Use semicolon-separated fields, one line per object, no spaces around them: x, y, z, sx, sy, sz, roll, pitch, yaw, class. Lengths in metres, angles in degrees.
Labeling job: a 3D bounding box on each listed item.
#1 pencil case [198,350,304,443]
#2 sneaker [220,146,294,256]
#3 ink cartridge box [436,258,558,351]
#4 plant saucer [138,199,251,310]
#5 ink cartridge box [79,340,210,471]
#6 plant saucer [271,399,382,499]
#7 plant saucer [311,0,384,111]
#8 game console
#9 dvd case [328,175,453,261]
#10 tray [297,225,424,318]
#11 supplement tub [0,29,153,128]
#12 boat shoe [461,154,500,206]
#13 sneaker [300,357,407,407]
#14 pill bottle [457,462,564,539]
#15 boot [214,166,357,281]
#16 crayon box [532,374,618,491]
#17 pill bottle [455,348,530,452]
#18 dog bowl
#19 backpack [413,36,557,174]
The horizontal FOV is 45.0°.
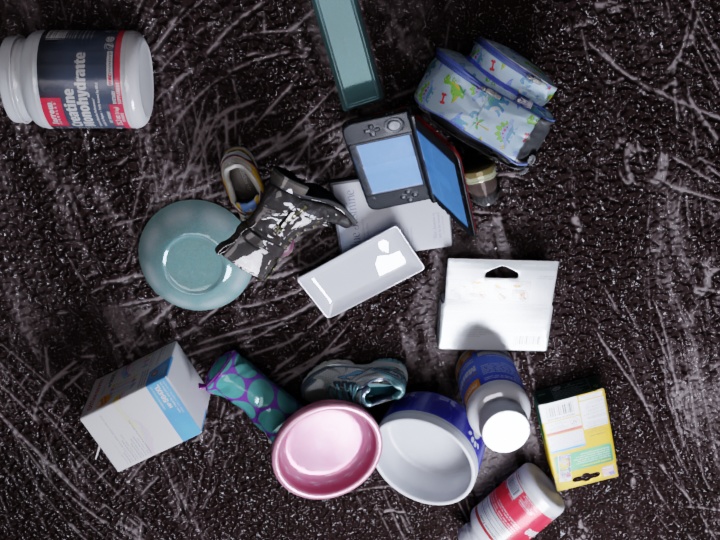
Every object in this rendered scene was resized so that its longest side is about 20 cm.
-0.186;0.232;1.550;0.093;0.085;0.200;-46;108;2;pencil case
-0.170;-0.097;1.401;0.074;0.090;0.202;-26;112;9;sneaker
0.236;0.054;1.515;0.196;0.044;0.177;1;113;-3;ink cartridge box
-0.277;-0.017;1.460;0.197;0.039;0.205;-1;114;-3;plant saucer
-0.383;0.241;1.520;0.197;0.129;0.127;-25;113;8;ink cartridge box
-0.061;0.306;1.523;0.196;0.051;0.204;-6;117;-11;plant saucer
-0.021;-0.349;1.338;0.069;0.019;0.203;-16;113;4;plant saucer
0.075;-0.135;1.314;0.169;0.120;0.201;-11;142;9;game console
0.053;-0.095;1.453;0.196;0.018;0.145;-8;115;1;dvd case
0.000;0.000;1.475;0.198;0.022;0.108;-27;126;14;tray
-0.413;-0.281;1.281;0.196;0.141;0.143;-1;114;-3;supplement tub
0.178;-0.138;1.337;0.070;0.201;0.067;-12;102;5;boat shoe
-0.011;0.205;1.545;0.196;0.087;0.079;-10;114;1;sneaker
0.283;0.472;1.664;0.112;0.113;0.200;39;107;-18;pill bottle
-0.117;-0.059;1.381;0.198;0.069;0.176;24;104;-37;boot
0.404;0.306;1.630;0.123;0.052;0.203;-15;113;4;crayon box
0.231;0.220;1.501;0.110;0.201;0.114;-1;114;-2;pill bottle
0.122;0.320;1.565;0.197;0.079;0.203;13;126;18;dog bowl
0.189;-0.263;1.300;0.197;0.183;0.149;27;108;-3;backpack
